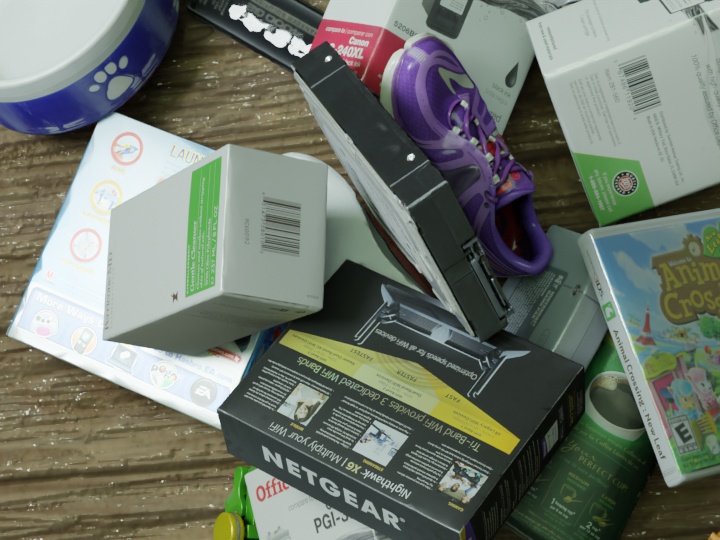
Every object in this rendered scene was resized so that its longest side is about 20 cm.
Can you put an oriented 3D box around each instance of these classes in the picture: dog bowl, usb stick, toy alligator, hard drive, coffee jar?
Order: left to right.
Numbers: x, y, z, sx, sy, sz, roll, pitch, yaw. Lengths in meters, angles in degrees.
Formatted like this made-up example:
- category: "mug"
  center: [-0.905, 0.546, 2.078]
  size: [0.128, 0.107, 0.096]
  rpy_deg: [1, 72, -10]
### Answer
- category: "dog bowl"
  center: [-0.247, -0.212, 1.482]
  size: [0.198, 0.079, 0.202]
  rpy_deg: [-10, 61, 18]
- category: "toy alligator"
  center: [-0.086, 0.194, 1.414]
  size: [0.054, 0.059, 0.202]
  rpy_deg: [-24, 63, 52]
- category: "usb stick"
  center: [-0.054, -0.189, 1.485]
  size: [0.199, 0.033, 0.056]
  rpy_deg: [31, 95, 16]
- category: "hard drive"
  center: [0.027, -0.055, 1.266]
  size: [0.038, 0.140, 0.200]
  rpy_deg: [-34, 43, -3]
- category: "coffee jar"
  center: [0.178, 0.113, 1.345]
  size: [0.104, 0.085, 0.201]
  rpy_deg: [33, 88, 8]

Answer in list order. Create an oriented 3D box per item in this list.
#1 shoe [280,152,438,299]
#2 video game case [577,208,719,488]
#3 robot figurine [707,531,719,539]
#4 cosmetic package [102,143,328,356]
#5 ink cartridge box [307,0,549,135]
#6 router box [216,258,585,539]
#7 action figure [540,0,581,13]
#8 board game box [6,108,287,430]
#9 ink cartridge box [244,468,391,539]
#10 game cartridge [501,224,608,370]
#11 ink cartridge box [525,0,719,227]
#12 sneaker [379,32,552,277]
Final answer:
- category: "shoe"
  center: [0.000, 0.000, 1.399]
  size: [0.071, 0.091, 0.200]
  rpy_deg: [-41, 80, 1]
- category: "video game case"
  center: [0.260, 0.045, 1.305]
  size: [0.198, 0.022, 0.184]
  rpy_deg: [-9, 73, -34]
- category: "robot figurine"
  center: [0.297, 0.285, 1.301]
  size: [0.200, 0.058, 0.145]
  rpy_deg: [41, 91, 17]
- category: "cosmetic package"
  center: [-0.105, -0.010, 1.318]
  size: [0.084, 0.199, 0.109]
  rpy_deg: [10, 73, -30]
- category: "ink cartridge box"
  center: [0.065, -0.205, 1.394]
  size: [0.083, 0.145, 0.202]
  rpy_deg: [17, 83, 53]
- category: "router box"
  center: [0.028, 0.094, 1.249]
  size: [0.199, 0.053, 0.157]
  rpy_deg: [24, 55, 27]
- category: "action figure"
  center: [0.226, -0.220, 1.383]
  size: [0.198, 0.130, 0.070]
  rpy_deg: [-19, 61, 2]
- category: "board game box"
  center: [-0.148, 0.000, 1.459]
  size: [0.198, 0.056, 0.197]
  rpy_deg: [22, 85, 16]
- category: "ink cartridge box"
  center: [0.004, 0.218, 1.335]
  size: [0.146, 0.082, 0.202]
  rpy_deg: [-31, 70, 49]
- category: "game cartridge"
  center: [0.118, 0.064, 1.350]
  size: [0.040, 0.133, 0.201]
  rpy_deg: [33, 89, -16]
- category: "ink cartridge box"
  center: [0.238, -0.139, 1.343]
  size: [0.198, 0.147, 0.085]
  rpy_deg: [-20, 37, 8]
- category: "sneaker"
  center: [0.086, -0.082, 1.332]
  size: [0.081, 0.201, 0.083]
  rpy_deg: [-42, 27, -22]
